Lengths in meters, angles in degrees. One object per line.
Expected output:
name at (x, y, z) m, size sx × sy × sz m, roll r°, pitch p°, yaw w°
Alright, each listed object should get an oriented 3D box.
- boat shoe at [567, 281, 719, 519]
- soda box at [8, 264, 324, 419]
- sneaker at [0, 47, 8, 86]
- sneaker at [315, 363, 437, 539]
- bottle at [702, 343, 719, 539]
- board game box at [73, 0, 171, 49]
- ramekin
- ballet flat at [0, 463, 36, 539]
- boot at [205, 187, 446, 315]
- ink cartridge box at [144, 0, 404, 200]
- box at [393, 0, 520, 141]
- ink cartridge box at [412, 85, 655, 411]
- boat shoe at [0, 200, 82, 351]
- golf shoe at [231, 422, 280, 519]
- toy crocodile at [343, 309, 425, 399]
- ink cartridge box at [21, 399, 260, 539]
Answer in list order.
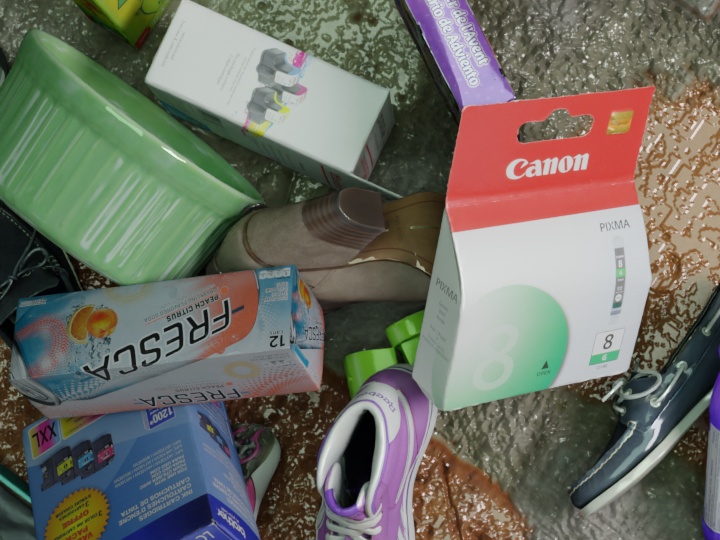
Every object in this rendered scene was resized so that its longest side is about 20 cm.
boat shoe at (0.210, 0.087, 1.343) m, size 0.062 × 0.075 × 0.200 m, roll 44°, pitch 88°, yaw 5°
soda box at (-0.127, 0.049, 1.275) m, size 0.199 × 0.068 × 0.064 m, roll -8°, pitch 60°, yaw 15°
sneaker at (-0.340, -0.097, 1.371) m, size 0.075 × 0.115 × 0.200 m, roll 31°, pitch 87°, yaw 39°
sneaker at (-0.007, 0.169, 1.311) m, size 0.072 × 0.114 × 0.201 m, roll 13°, pitch 107°, yaw 17°
bottle at (0.269, 0.097, 1.290) m, size 0.065 × 0.083 × 0.201 m, roll 17°, pitch 125°, yaw 31°
board game box at (-0.163, -0.226, 1.334) m, size 0.048 × 0.200 × 0.102 m, roll 33°, pitch 88°, yaw 6°
ramekin at (-0.173, -0.068, 1.327) m, size 0.200 × 0.200 × 0.098 m, roll 38°, pitch 95°, yaw 6°
ballet flat at (-0.292, 0.145, 1.378) m, size 0.200 × 0.073 × 0.073 m, roll 43°, pitch 89°, yaw 4°
boot at (0.000, 0.000, 1.314) m, size 0.200 × 0.146 × 0.070 m, roll 23°, pitch 55°, yaw -32°
ink cartridge box at (-0.042, -0.110, 1.358) m, size 0.199 × 0.115 × 0.068 m, roll 25°, pitch 86°, yaw 5°
box at (0.062, -0.152, 1.312) m, size 0.039 × 0.200 × 0.137 m, roll -27°, pitch 84°, yaw 3°
ink cartridge box at (0.123, -0.014, 1.255) m, size 0.160 × 0.050 × 0.201 m, roll -9°, pitch 125°, yaw -32°
boat shoe at (-0.240, 0.016, 1.388) m, size 0.075 × 0.062 × 0.200 m, roll -36°, pitch 82°, yaw 2°
golf shoe at (-0.112, 0.203, 1.367) m, size 0.092 × 0.073 × 0.200 m, roll 42°, pitch 73°, yaw -35°
toy crocodile at (0.083, 0.047, 1.368) m, size 0.199 × 0.062 × 0.068 m, roll -25°, pitch 83°, yaw -3°
ink cartridge box at (-0.146, 0.166, 1.298) m, size 0.136 × 0.076 × 0.200 m, roll -31°, pitch 45°, yaw 11°
